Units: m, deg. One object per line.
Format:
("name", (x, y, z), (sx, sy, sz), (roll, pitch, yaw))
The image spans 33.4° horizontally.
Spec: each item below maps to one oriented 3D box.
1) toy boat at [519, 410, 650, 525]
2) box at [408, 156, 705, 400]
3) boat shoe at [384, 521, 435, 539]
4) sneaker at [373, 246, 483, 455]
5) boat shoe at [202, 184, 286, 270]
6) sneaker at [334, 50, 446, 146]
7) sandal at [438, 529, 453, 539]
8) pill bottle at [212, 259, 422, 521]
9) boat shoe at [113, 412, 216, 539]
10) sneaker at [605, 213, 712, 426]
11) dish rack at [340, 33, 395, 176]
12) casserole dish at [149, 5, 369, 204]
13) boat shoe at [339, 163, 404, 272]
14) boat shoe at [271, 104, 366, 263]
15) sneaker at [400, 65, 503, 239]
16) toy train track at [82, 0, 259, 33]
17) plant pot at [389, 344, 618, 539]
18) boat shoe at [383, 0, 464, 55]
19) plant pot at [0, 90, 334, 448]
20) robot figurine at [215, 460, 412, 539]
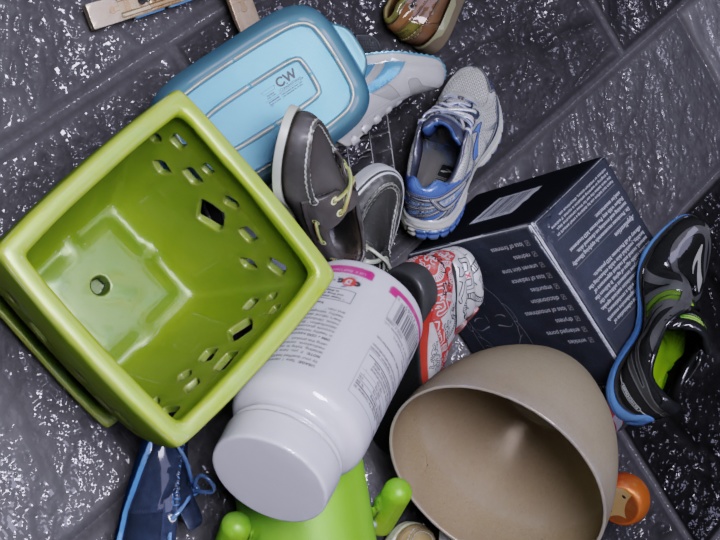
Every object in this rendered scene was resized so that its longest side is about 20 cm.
("toy boat", (0.230, 0.201, 1.193), (0.131, 0.131, 0.200), (41, 60, 12))
("box", (0.187, 0.018, 1.166), (0.124, 0.200, 0.197), (-40, 104, -30))
("boat shoe", (0.052, 0.334, 1.105), (0.072, 0.076, 0.201), (12, 76, -30))
("sneaker", (0.066, 0.075, 1.130), (0.108, 0.067, 0.202), (-25, 127, -46))
("boat shoe", (-0.112, -0.055, 1.068), (0.070, 0.066, 0.200), (-35, 106, -34))
("sneaker", (-0.011, -0.154, 1.087), (0.200, 0.076, 0.081), (-14, 98, -25))
("sandal", (0.109, 0.312, 1.103), (0.207, 0.059, 0.079), (-86, 158, -49))
("pill bottle", (-0.033, 0.094, 0.961), (0.113, 0.113, 0.200), (48, 43, -17))
("boat shoe", (-0.163, 0.201, 0.995), (0.068, 0.084, 0.200), (15, 88, -10))
("sneaker", (0.279, 0.044, 1.051), (0.071, 0.083, 0.200), (31, 67, -25))
("dish rack", (-0.036, -0.130, 1.138), (0.153, 0.055, 0.201), (-8, 89, -31))
("casserole dish", (-0.083, -0.138, 1.001), (0.200, 0.039, 0.121), (-33, 100, -3))
("boat shoe", (0.000, 0.000, 1.100), (0.071, 0.064, 0.200), (22, 89, -37))
("boat shoe", (-0.029, -0.064, 0.979), (0.060, 0.201, 0.072), (15, 65, 12))
("sneaker", (0.092, -0.131, 1.176), (0.077, 0.085, 0.200), (10, 60, 15))
("toy train track", (-0.161, -0.258, 1.094), (0.200, 0.033, 0.115), (-26, 104, -27))
("plant pot", (0.144, 0.143, 1.058), (0.200, 0.200, 0.134), (56, 44, -13))
("boat shoe", (0.080, -0.324, 1.228), (0.068, 0.072, 0.200), (26, 69, -28))
("plant pot", (-0.178, 0.007, 0.950), (0.200, 0.181, 0.199), (51, 61, -16))
("robot figurine", (-0.048, 0.214, 1.037), (0.175, 0.116, 0.201), (-7, 85, -27))
